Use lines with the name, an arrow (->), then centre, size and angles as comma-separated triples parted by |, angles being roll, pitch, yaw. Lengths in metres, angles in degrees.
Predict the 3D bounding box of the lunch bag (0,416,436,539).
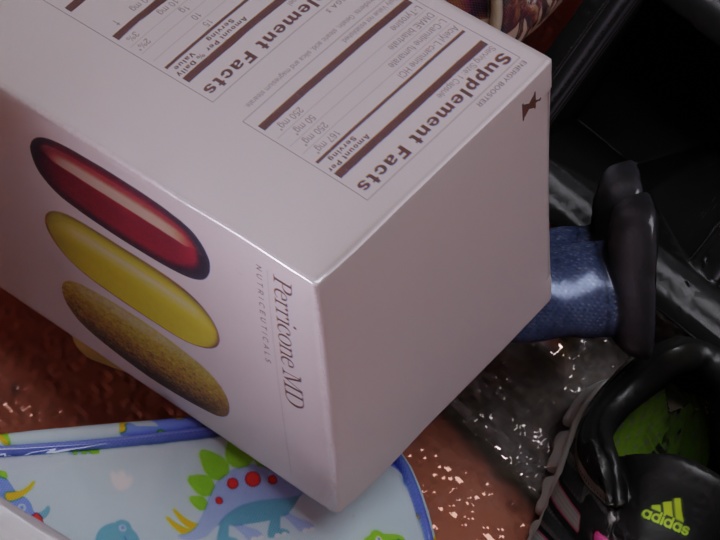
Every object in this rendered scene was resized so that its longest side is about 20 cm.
lunch bag -> -0.067, 0.125, 0.786 | 0.199, 0.083, 0.162 | -5, 63, -23

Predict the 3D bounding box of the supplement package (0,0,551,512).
supplement package -> -0.050, -0.039, 0.802 | 0.199, 0.114, 0.109 | 31, 58, 27

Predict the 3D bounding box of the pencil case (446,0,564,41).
pencil case -> 0.063, -0.148, 0.918 | 0.090, 0.078, 0.200 | 53, 51, -10

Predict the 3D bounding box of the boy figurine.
boy figurine -> 0.000, 0.000, 0.891 | 0.198, 0.065, 0.124 | -1, 21, 1

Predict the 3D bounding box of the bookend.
bookend -> 0.181, -0.062, 0.925 | 0.200, 0.199, 0.092 | 40, 24, 7

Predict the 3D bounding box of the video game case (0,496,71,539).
video game case -> -0.079, 0.189, 0.693 | 0.182, 0.022, 0.201 | 32, 72, -11

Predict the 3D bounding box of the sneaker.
sneaker -> 0.089, 0.101, 0.859 | 0.073, 0.088, 0.201 | 23, 53, -5
